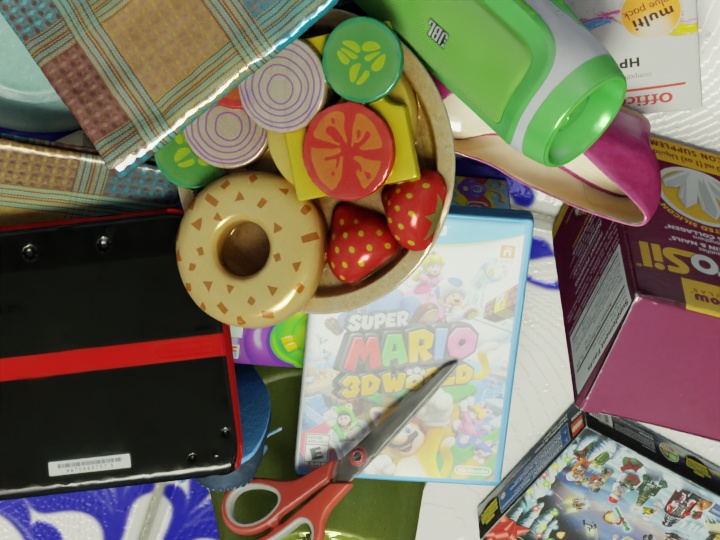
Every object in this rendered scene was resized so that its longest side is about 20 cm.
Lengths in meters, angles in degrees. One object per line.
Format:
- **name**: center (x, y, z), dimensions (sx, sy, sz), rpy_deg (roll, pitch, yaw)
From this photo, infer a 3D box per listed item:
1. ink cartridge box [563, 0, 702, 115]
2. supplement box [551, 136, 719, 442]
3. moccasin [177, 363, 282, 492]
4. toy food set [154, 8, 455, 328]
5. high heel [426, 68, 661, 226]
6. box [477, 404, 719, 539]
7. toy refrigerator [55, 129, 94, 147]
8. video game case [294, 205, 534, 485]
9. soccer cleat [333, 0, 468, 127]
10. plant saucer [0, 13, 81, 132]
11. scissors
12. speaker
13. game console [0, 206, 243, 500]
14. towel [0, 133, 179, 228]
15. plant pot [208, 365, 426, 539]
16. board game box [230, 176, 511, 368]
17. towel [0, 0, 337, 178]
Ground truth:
- **ink cartridge box**: center (0.161, -0.164, 1.659), dimensions (0.114, 0.068, 0.201), rpy_deg (-6, 127, 5)
- **supplement box**: center (0.210, 0.008, 1.708), dimensions (0.130, 0.201, 0.104), rpy_deg (14, 125, -14)
- **moccasin**: center (-0.097, 0.099, 1.763), dimensions (0.080, 0.200, 0.069), rpy_deg (0, 118, -6)
- **toy food set**: center (-0.036, -0.070, 1.606), dimensions (0.199, 0.049, 0.199), rpy_deg (-11, 91, 23)
- **high heel**: center (0.094, -0.078, 1.623), dimensions (0.199, 0.096, 0.068), rpy_deg (16, 127, -8)
- **box**: center (0.207, 0.191, 1.943), dimensions (0.199, 0.040, 0.137), rpy_deg (27, 122, -21)
- **toy refrigerator**: center (-0.257, -0.016, 1.757), dimensions (0.199, 0.070, 0.076), rpy_deg (-24, 131, 16)
- **video game case**: center (0.034, 0.050, 1.704), dimensions (0.142, 0.018, 0.201), rpy_deg (4, 115, -4)
- **soccer cleat**: center (-0.001, -0.152, 1.674), dimensions (0.199, 0.068, 0.082), rpy_deg (11, 106, -9)
- **plant saucer**: center (-0.213, -0.164, 1.665), dimensions (0.199, 0.039, 0.202), rpy_deg (-1, 127, -1)
- **scissors**: center (-0.006, 0.139, 1.707), dimensions (0.199, 0.073, 0.014), rpy_deg (-30, 158, 9)
- **speaker**: center (0.071, -0.155, 1.587), dimensions (0.200, 0.088, 0.089), rpy_deg (44, 125, 21)
- **game console**: center (-0.182, 0.054, 1.660), dimensions (0.198, 0.031, 0.178), rpy_deg (-6, 88, -2)
- **towel**: center (-0.208, -0.006, 1.712), dimensions (0.146, 0.022, 0.201), rpy_deg (8, 130, -16)
- **plant pot**: center (-0.030, 0.167, 1.824), dimensions (0.198, 0.191, 0.201), rpy_deg (-1, 126, -2)
- **board game box**: center (0.000, 0.000, 1.754), dimensions (0.198, 0.103, 0.105), rpy_deg (4, 126, -5)
- **towel**: center (-0.113, -0.174, 1.580), dimensions (0.200, 0.147, 0.022), rpy_deg (-39, 164, 7)
